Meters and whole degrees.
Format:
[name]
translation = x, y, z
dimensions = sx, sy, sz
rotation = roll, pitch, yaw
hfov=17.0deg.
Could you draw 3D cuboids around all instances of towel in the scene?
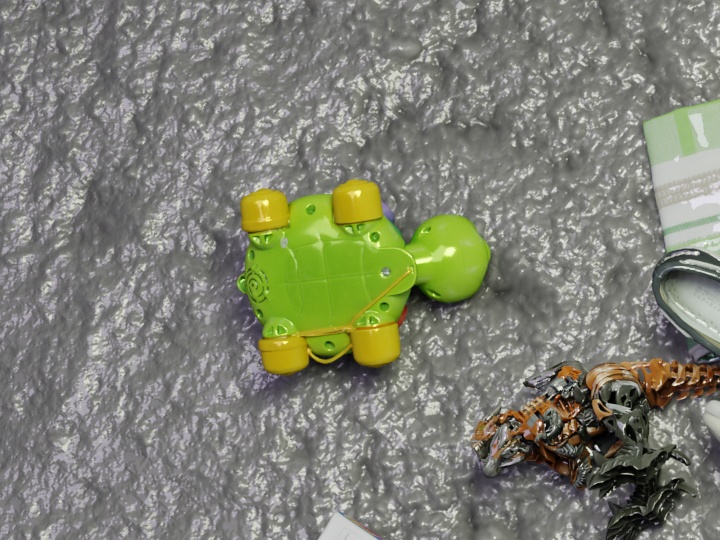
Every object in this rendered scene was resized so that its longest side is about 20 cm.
[towel]
translation = 0.295, -0.042, 1.803
dimensions = 0.149, 0.031, 0.200
rotation = -16, 69, 16

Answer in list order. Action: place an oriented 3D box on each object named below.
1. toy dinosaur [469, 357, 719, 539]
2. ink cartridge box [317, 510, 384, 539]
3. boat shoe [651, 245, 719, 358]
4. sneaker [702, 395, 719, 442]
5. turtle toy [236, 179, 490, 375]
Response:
[toy dinosaur]
translation = 0.183, 0.111, 1.769
dimensions = 0.200, 0.102, 0.136
rotation = -34, 49, 20
[ink cartridge box]
translation = 0.033, 0.290, 1.778
dimensions = 0.200, 0.076, 0.136
rotation = 31, 88, 28
[boat shoe]
translation = 0.296, 0.052, 1.730
dimensions = 0.200, 0.060, 0.076
rotation = 27, 106, 12
[sneaker]
translation = 0.306, 0.172, 1.698
dimensions = 0.200, 0.075, 0.081
rotation = 48, 110, 13
[turtle toy]
translation = 0.000, 0.000, 1.867
dimensions = 0.200, 0.101, 0.146
rotation = -5, 95, 17
